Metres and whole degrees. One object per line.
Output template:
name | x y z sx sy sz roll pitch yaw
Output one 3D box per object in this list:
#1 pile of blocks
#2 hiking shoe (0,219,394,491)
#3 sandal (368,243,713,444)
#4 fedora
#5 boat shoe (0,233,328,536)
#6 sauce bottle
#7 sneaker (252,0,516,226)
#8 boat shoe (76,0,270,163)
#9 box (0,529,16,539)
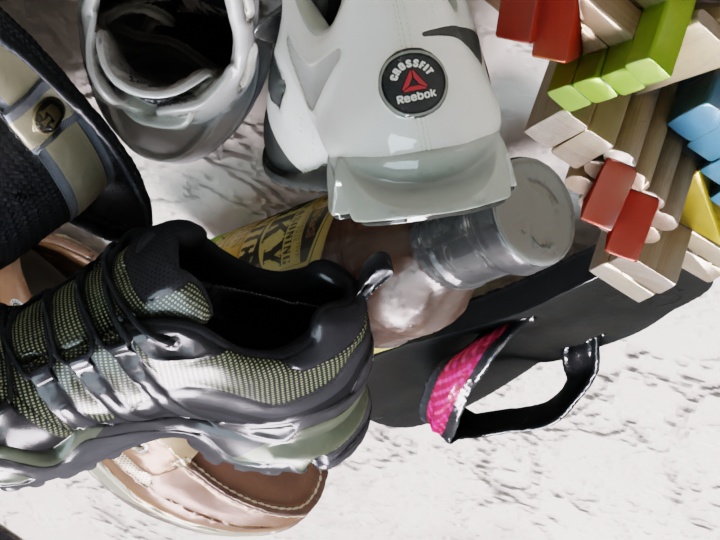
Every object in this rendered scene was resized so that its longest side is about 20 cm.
pile of blocks | 0.095 -0.046 0.875 0.082 0.062 0.200 3 147 29
hiking shoe | -0.090 0.019 0.949 0.200 0.076 0.101 -2 132 -14
sandal | 0.058 0.036 1.032 0.075 0.045 0.200 4 161 -33
fedora | -0.169 -0.048 0.955 0.201 0.092 0.201 36 166 10
boat shoe | -0.090 0.050 1.147 0.200 0.076 0.072 33 147 -24
sauce bottle | 0.000 0.000 1.014 0.065 0.065 0.200 37 145 -27
sneaker | 0.006 -0.069 0.870 0.074 0.089 0.200 -12 -172 -10
boat shoe | -0.064 -0.081 0.912 0.072 0.066 0.200 23 151 -4
box | -0.258 0.175 1.495 0.200 0.044 0.160 -13 136 46
